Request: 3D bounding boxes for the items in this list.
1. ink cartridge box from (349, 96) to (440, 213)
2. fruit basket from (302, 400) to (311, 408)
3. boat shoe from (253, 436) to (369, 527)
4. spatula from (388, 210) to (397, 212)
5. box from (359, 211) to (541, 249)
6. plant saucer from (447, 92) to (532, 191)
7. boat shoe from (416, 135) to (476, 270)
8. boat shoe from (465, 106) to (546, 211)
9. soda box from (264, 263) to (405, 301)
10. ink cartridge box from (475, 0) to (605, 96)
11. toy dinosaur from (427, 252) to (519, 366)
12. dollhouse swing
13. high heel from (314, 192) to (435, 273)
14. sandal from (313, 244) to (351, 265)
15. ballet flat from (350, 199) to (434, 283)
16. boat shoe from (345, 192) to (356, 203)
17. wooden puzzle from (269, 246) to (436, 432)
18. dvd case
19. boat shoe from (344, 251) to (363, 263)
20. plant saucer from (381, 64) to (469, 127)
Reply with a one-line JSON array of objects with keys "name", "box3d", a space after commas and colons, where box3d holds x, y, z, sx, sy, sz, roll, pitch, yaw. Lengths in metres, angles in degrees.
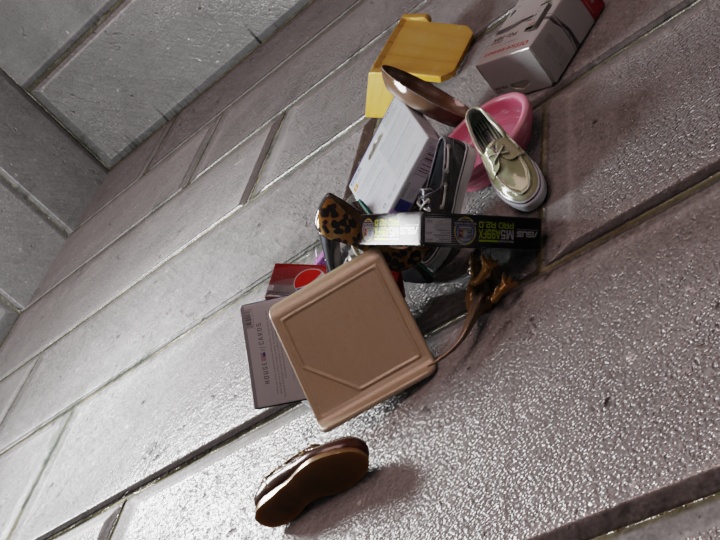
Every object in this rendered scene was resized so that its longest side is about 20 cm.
[{"name": "ink cartridge box", "box3d": [0.059, -0.180, 1.747, 0.198, 0.043, 0.201, -61, 25, 22]}, {"name": "fruit basket", "box3d": [-0.054, 0.109, 1.516, 0.185, 0.094, 0.199, -43, 31, -16]}, {"name": "boat shoe", "box3d": [-0.067, 0.262, 1.318, 0.199, 0.070, 0.071, -34, 30, 27]}, {"name": "spatula", "box3d": [0.006, -0.011, 1.684, 0.200, 0.057, 0.021, -48, -9, 15]}, {"name": "box", "box3d": [0.122, -0.053, 1.371, 0.160, 0.197, 0.045, 2, 91, 59]}, {"name": "plant saucer", "box3d": [0.203, -0.200, 1.636, 0.200, 0.051, 0.202, -37, 26, 21]}, {"name": "boat shoe", "box3d": [0.117, -0.105, 1.533, 0.072, 0.067, 0.203, 12, 84, 66]}, {"name": "boat shoe", "box3d": [0.205, -0.165, 1.485, 0.072, 0.062, 0.201, -41, 47, 12]}, {"name": "soda box", "box3d": [-0.036, 0.037, 1.489, 0.197, 0.064, 0.071, 3, 49, 15]}, {"name": "ink cartridge box", "box3d": [0.310, -0.407, 1.746, 0.146, 0.083, 0.201, -6, 45, 55]}, {"name": "toy dinosaur", "box3d": [0.157, 0.042, 1.337, 0.107, 0.060, 0.201, -58, 5, 41]}, {"name": "dollhouse swing", "box3d": [0.130, -0.422, 2.141, 0.183, 0.174, 0.201, 95, -162, -54]}, {"name": "high heel", "box3d": [0.034, -0.069, 1.430, 0.197, 0.144, 0.072, -19, 38, -12]}, {"name": "sandal", "box3d": [-0.054, -0.024, 1.738, 0.083, 0.049, 0.204, 91, -158, -65]}, {"name": "ballet flat", "box3d": [0.033, -0.028, 1.548, 0.073, 0.073, 0.200, -44, 57, 2]}, {"name": "boat shoe", "box3d": [0.018, -0.165, 1.873, 0.200, 0.066, 0.072, -42, 24, 10]}, {"name": "wooden puzzle", "box3d": [-0.012, 0.094, 1.386, 0.183, 0.037, 0.202, -29, 70, 10]}, {"name": "dvd case", "box3d": [-0.068, 0.105, 1.429, 0.197, 0.153, 0.025, -12, -11, 15]}, {"name": "boat shoe", "box3d": [0.000, 0.000, 1.635, 0.200, 0.067, 0.074, -43, 23, 9]}, {"name": "plant saucer", "box3d": [0.119, -0.303, 1.784, 0.032, 0.198, 0.201, -62, 18, 18]}]
